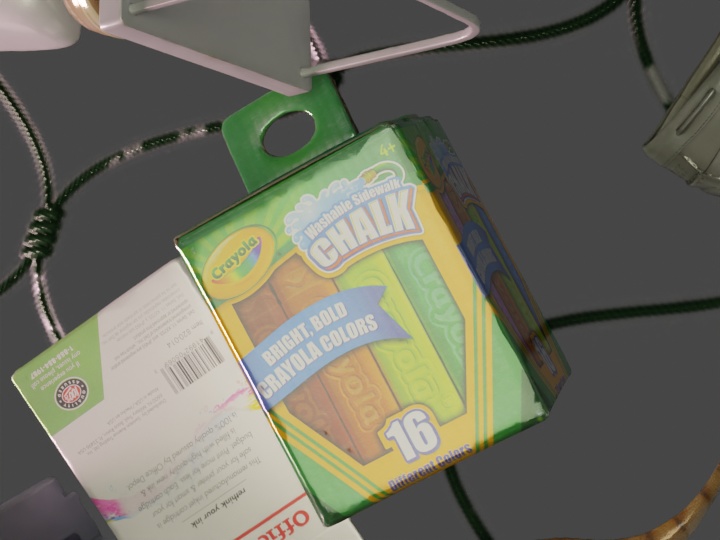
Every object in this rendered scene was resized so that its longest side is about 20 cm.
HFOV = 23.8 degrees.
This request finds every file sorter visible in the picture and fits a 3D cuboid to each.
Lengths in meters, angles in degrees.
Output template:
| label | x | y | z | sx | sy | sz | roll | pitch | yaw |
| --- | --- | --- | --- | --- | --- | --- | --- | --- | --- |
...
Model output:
| label | x | y | z | sx | sy | sz | roll | pitch | yaw |
| --- | --- | --- | --- | --- | --- | --- | --- | --- | --- |
| file sorter | -0.026 | -0.198 | 0.761 | 0.124 | 0.139 | 0.200 | -7 | 79 | 34 |

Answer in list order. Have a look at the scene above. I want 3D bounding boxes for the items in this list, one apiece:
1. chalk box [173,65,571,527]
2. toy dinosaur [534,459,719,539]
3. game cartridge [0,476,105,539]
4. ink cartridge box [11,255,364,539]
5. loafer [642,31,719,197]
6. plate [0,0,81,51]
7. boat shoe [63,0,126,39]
| label | x | y | z | sx | sy | sz | roll | pitch | yaw |
| --- | --- | --- | --- | --- | --- | --- | --- | --- | --- |
| chalk box | 0.000 | 0.000 | 0.838 | 0.125 | 0.124 | 0.200 | -29 | 90 | 13 |
| toy dinosaur | 0.108 | 0.157 | 0.866 | 0.200 | 0.060 | 0.106 | -13 | 92 | 13 |
| game cartridge | -0.144 | 0.212 | 0.889 | 0.041 | 0.133 | 0.200 | -30 | 89 | 21 |
| ink cartridge box | -0.074 | 0.102 | 0.895 | 0.117 | 0.067 | 0.200 | -34 | 87 | 13 |
| loafer | 0.197 | -0.131 | 0.809 | 0.070 | 0.070 | 0.200 | 21 | 101 | 1 |
| plate | -0.252 | -0.216 | 0.916 | 0.200 | 0.032 | 0.200 | -1 | 97 | 13 |
| boat shoe | -0.103 | -0.174 | 0.817 | 0.065 | 0.200 | 0.072 | -11 | 130 | 28 |
